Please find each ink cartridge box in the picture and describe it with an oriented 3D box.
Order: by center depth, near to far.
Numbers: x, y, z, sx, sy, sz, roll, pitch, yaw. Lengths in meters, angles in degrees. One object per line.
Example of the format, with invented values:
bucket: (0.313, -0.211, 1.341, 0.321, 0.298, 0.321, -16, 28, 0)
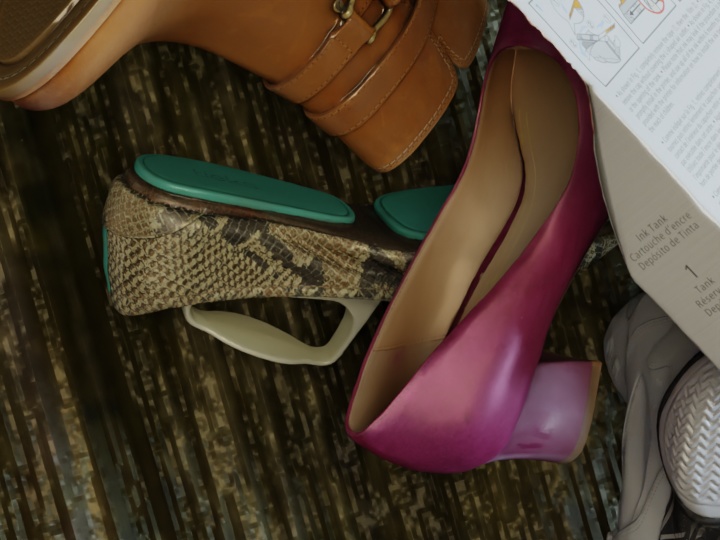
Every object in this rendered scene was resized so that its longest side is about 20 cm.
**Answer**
ink cartridge box: (0.117, -0.062, 0.893, 0.200, 0.161, 0.050, 45, 129, -2)

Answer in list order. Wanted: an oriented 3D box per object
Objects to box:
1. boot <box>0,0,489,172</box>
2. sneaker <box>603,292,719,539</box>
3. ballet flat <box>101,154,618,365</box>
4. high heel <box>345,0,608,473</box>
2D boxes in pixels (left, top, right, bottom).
boot: (-0.034, -0.088, 0.915, 0.200, 0.074, 0.155, -51, 126, -24)
sneaker: (0.129, 0.084, 0.980, 0.075, 0.115, 0.200, 6, 123, -7)
ballet flat: (0.000, 0.000, 0.966, 0.199, 0.068, 0.075, 3, 110, -16)
high heel: (0.045, -0.030, 0.894, 0.096, 0.067, 0.201, 6, 84, -39)
